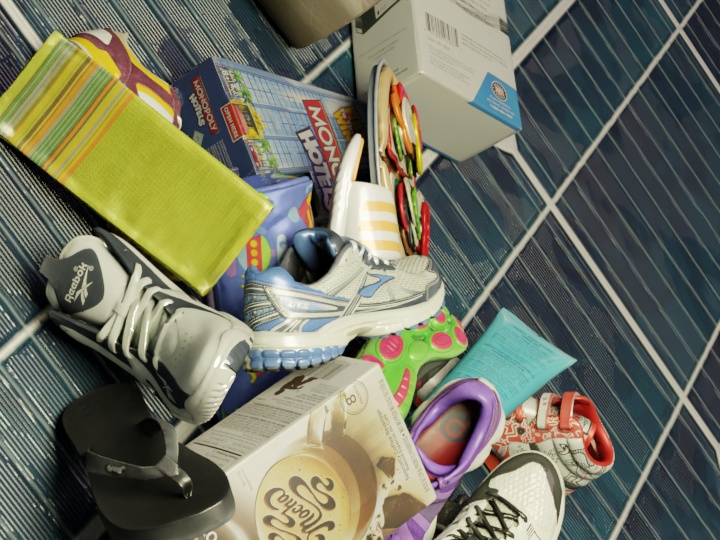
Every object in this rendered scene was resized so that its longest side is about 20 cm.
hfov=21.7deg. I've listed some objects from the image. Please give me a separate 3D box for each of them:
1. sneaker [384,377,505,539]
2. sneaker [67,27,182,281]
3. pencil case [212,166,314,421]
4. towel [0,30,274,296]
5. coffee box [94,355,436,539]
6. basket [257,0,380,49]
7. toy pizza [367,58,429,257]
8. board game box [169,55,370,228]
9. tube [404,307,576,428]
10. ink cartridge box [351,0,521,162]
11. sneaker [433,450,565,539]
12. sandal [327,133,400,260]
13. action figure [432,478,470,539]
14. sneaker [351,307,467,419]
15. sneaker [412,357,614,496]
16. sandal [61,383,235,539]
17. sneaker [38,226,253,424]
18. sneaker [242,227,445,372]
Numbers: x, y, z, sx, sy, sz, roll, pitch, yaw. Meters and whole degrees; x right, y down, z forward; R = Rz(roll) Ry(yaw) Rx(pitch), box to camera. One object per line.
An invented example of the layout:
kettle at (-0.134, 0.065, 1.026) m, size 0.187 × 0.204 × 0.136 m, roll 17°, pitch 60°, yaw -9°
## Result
sneaker at (0.030, 0.158, 1.381) m, size 0.081 × 0.200 × 0.083 m, roll 33°, pitch -5°, yaw 10°
sneaker at (-0.157, -0.090, 1.392) m, size 0.090 × 0.075 × 0.200 m, roll -26°, pitch 89°, yaw -50°
pencil case at (-0.071, 0.026, 1.364) m, size 0.078 × 0.087 × 0.201 m, roll -140°, pitch -135°, yaw -79°
towel at (-0.163, -0.074, 1.315) m, size 0.200 × 0.086 × 0.018 m, roll 39°, pitch 12°, yaw 1°
coffee box at (-0.060, 0.156, 1.254) m, size 0.200 × 0.080 × 0.113 m, roll -34°, pitch 112°, yaw -28°
basket at (-0.064, -0.303, 1.608) m, size 0.200 × 0.136 × 0.180 m, roll 57°, pitch 30°, yaw -13°
toy pizza at (0.036, -0.078, 1.573) m, size 0.200 × 0.032 × 0.201 m, roll -5°, pitch 90°, yaw -82°
board game box at (-0.041, -0.073, 1.536) m, size 0.200 × 0.062 × 0.200 m, roll -9°, pitch 74°, yaw -52°
tube at (0.097, 0.097, 1.513) m, size 0.077 × 0.050 × 0.200 m, roll 39°, pitch 44°, yaw 12°
ink cartridge box at (0.066, -0.223, 1.751) m, size 0.144 × 0.084 × 0.200 m, roll 25°, pitch 50°, yaw -41°
sneaker at (0.085, 0.212, 1.373) m, size 0.076 × 0.088 × 0.200 m, roll 32°, pitch 74°, yaw 17°
sandal at (0.000, 0.001, 1.440) m, size 0.079 × 0.059 × 0.207 m, roll 122°, pitch -25°, yaw -86°
action figure at (0.095, 0.240, 1.462) m, size 0.200 × 0.102 × 0.119 m, roll 29°, pitch 60°, yaw 15°
sneaker at (0.020, 0.078, 1.492) m, size 0.077 × 0.084 × 0.200 m, roll 46°, pitch 37°, yaw 1°
sneaker at (0.127, 0.113, 1.580) m, size 0.201 × 0.108 × 0.067 m, roll 47°, pitch 38°, yaw -19°
sandal at (-0.145, 0.118, 1.192) m, size 0.076 × 0.200 × 0.043 m, roll -28°, pitch 121°, yaw -20°
sneaker at (-0.153, 0.031, 1.255) m, size 0.129 × 0.080 × 0.199 m, roll 29°, pitch 6°, yaw -20°
sneaker at (-0.009, 0.008, 1.316) m, size 0.200 × 0.077 × 0.085 m, roll -22°, pitch 105°, yaw -51°
